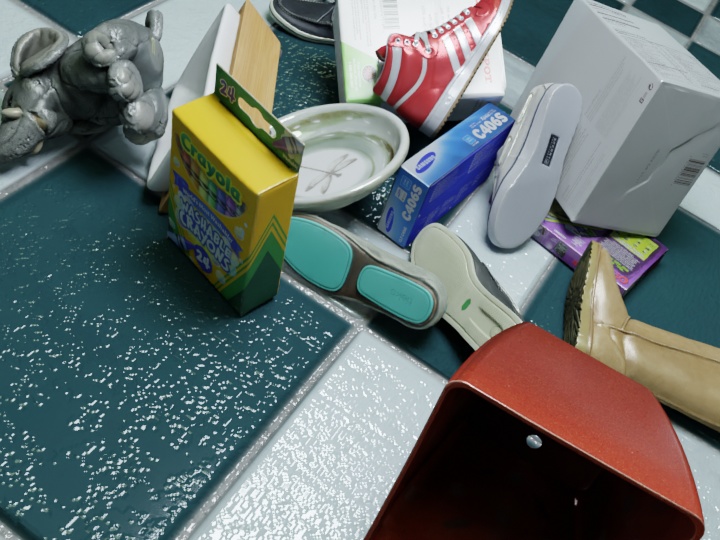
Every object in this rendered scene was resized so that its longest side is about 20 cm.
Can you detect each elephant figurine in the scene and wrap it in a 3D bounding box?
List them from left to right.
[{"bbox_3d":[-0.309,-0.186,0.909,0.196,0.144,0.155,-10,6,13],"label":"elephant figurine"}]

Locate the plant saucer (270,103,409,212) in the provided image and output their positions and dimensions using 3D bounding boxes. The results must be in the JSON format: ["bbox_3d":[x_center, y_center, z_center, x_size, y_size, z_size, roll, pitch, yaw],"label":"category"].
[{"bbox_3d":[-0.041,-0.115,0.971,0.196,0.051,0.202,-7,38,5],"label":"plant saucer"}]

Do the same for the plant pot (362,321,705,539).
[{"bbox_3d":[0.146,0.162,0.718,0.198,0.202,0.176,29,33,8],"label":"plant pot"}]

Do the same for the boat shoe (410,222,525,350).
[{"bbox_3d":[0.117,0.030,0.925,0.067,0.072,0.201,29,20,-49],"label":"boat shoe"}]

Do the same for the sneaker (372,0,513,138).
[{"bbox_3d":[0.090,-0.266,1.011,0.111,0.071,0.202,31,83,-4],"label":"sneaker"}]

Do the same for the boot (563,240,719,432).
[{"bbox_3d":[0.321,0.073,0.953,0.197,0.066,0.177,19,57,-2],"label":"boot"}]

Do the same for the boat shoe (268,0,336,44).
[{"bbox_3d":[-0.029,-0.350,1.219,0.197,0.063,0.075,16,46,-4],"label":"boat shoe"}]

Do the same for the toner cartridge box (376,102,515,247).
[{"bbox_3d":[0.102,-0.114,1.022,0.043,0.096,0.199,36,45,16],"label":"toner cartridge box"}]

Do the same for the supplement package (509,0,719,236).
[{"bbox_3d":[0.312,-0.185,1.064,0.145,0.193,0.201,7,39,-28],"label":"supplement package"}]

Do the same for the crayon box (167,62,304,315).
[{"bbox_3d":[-0.122,-0.070,0.814,0.051,0.202,0.126,-30,63,-34],"label":"crayon box"}]

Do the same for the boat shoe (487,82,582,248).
[{"bbox_3d":[0.192,-0.125,1.034,0.070,0.203,0.070,17,4,-29],"label":"boat shoe"}]

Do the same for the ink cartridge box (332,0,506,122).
[{"bbox_3d":[0.070,-0.265,1.091,0.196,0.084,0.148,-3,78,-6],"label":"ink cartridge box"}]

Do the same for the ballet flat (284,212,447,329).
[{"bbox_3d":[0.000,0.000,0.906,0.198,0.068,0.064,28,15,14],"label":"ballet flat"}]

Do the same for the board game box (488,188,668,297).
[{"bbox_3d":[0.267,-0.055,1.077,0.200,0.033,0.119,42,43,20],"label":"board game box"}]

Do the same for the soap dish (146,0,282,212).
[{"bbox_3d":[-0.153,-0.171,0.942,0.080,0.157,0.202,25,41,-24],"label":"soap dish"}]
